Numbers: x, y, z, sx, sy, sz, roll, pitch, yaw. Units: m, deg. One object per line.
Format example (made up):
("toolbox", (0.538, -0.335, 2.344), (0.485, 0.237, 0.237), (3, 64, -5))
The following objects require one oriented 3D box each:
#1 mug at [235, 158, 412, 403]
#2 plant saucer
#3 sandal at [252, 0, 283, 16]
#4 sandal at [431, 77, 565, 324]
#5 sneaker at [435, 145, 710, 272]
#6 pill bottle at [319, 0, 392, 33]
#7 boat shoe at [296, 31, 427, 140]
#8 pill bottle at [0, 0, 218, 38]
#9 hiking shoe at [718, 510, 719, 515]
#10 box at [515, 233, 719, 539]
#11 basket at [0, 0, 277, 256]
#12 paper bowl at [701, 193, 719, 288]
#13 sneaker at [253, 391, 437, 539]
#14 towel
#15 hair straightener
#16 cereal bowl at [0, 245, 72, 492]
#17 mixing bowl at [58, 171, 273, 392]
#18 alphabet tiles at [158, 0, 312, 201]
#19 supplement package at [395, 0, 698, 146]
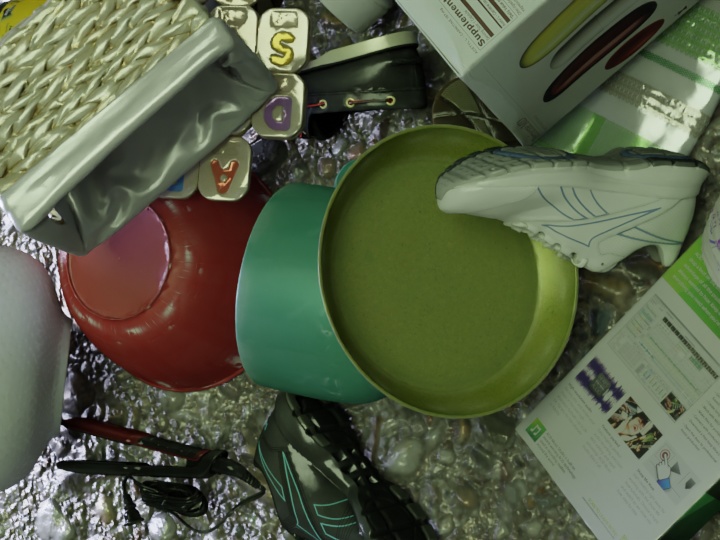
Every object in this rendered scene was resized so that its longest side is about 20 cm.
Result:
("mug", (-0.005, 0.004, 1.120), (0.113, 0.152, 0.187), (10, 89, 22))
("plant saucer", (0.057, 0.001, 1.052), (0.031, 0.198, 0.202), (162, 106, -64))
("sandal", (-0.100, -0.298, 1.243), (0.054, 0.080, 0.202), (-3, 88, 45))
("sandal", (0.098, -0.043, 1.130), (0.081, 0.055, 0.202), (-17, 80, 1))
("sneaker", (0.145, -0.040, 1.044), (0.198, 0.075, 0.088), (1, 104, -16))
("pill bottle", (0.043, -0.279, 1.147), (0.200, 0.114, 0.115), (-41, 71, 15))
("boat shoe", (-0.041, -0.132, 1.192), (0.200, 0.074, 0.064), (-11, 92, 28))
("pill bottle", (-0.207, -0.177, 1.250), (0.198, 0.112, 0.114), (-5, 83, 23))
("hiking shoe", (0.301, 0.205, 0.999), (0.074, 0.087, 0.201), (-41, 71, 15))
("box", (0.216, 0.093, 1.053), (0.200, 0.036, 0.145), (-48, 49, 14))
("basket", (-0.180, -0.125, 1.091), (0.200, 0.136, 0.124), (-41, 77, 4))
("paper bowl", (0.312, 0.005, 0.961), (0.200, 0.200, 0.105), (35, 128, 23))
("sneaker", (-0.011, 0.183, 1.160), (0.079, 0.075, 0.201), (-50, 61, 26))
("towel", (0.200, -0.166, 1.112), (0.148, 0.031, 0.201), (29, 97, 24))
("hair straightener", (-0.163, 0.170, 1.231), (0.198, 0.041, 0.078), (8, 89, 27))
("cereal bowl", (-0.278, 0.082, 1.232), (0.082, 0.200, 0.202), (6, 87, -11))
("mixing bowl", (-0.165, -0.004, 1.217), (0.198, 0.108, 0.202), (-2, 85, 24))
("alphabet tiles", (-0.136, -0.153, 1.161), (0.198, 0.015, 0.198), (4, 86, 11))
("supplement package", (0.124, -0.218, 1.021), (0.200, 0.191, 0.147), (-40, 71, 9))
